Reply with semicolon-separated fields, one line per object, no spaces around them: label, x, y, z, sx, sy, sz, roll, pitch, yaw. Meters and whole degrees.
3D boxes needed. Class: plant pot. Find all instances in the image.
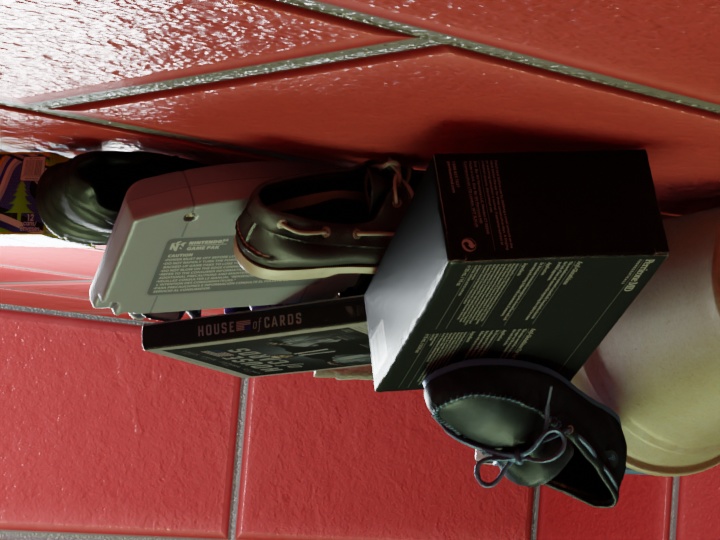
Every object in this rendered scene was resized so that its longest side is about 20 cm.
plant pot;0.258;0.032;1.394;0.199;0.202;0.183;7;163;-23

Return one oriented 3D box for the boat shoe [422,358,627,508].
boat shoe;0.122;0.111;1.321;0.199;0.069;0.084;20;144;-40

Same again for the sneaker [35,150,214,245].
sneaker;-0.127;-0.047;1.412;0.199;0.076;0.091;3;166;-23

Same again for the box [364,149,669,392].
box;0.093;0.004;1.256;0.140;0.079;0.200;0;154;-14

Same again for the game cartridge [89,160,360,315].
game cartridge;-0.081;-0.024;1.385;0.199;0.041;0.133;-3;149;-27

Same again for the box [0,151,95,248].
box;-0.296;-0.054;1.499;0.199;0.065;0.070;3;174;29

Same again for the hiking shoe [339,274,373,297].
hiking shoe;0.000;0.000;1.584;0.075;0.101;0.200;19;167;-23

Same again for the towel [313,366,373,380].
towel;0.074;0.053;1.919;0.199;0.035;0.193;3;-142;26

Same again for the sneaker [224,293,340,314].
sneaker;-0.075;0.020;1.613;0.083;0.081;0.200;-26;176;-9

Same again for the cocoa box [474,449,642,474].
cocoa box;0.194;0.078;1.753;0.131;0.201;0.133;0;173;36

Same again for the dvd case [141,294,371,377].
dvd case;-0.044;0.052;1.511;0.199;0.025;0.150;-8;165;27

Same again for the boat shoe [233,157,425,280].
boat shoe;0.014;-0.041;1.322;0.199;0.073;0.063;-9;141;-17

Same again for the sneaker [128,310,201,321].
sneaker;-0.127;-0.010;1.578;0.070;0.109;0.200;-1;175;32
